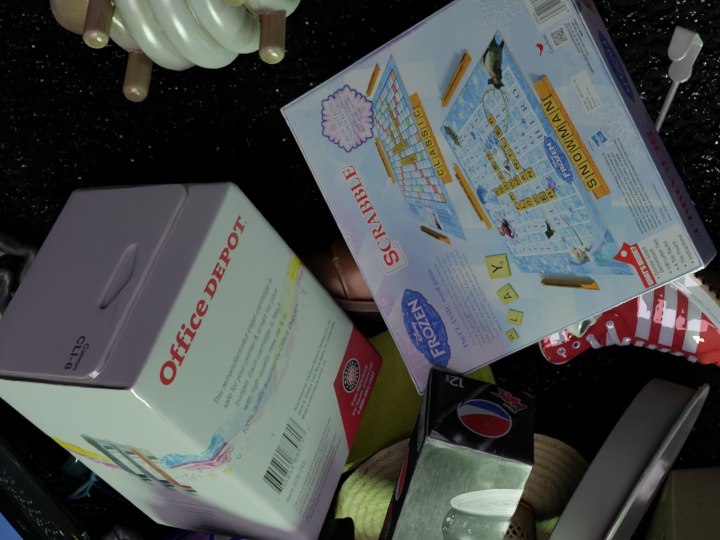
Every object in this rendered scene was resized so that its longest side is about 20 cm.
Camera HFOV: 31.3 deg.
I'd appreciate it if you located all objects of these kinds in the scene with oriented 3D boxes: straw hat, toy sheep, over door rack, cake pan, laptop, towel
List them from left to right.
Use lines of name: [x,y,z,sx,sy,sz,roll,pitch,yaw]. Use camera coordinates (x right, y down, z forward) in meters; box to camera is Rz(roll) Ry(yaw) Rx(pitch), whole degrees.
laptop: [-0.278,0.195,0.926,0.177,0.103,0.201,42,152,19]
toy sheep: [-0.093,-0.180,0.753,0.198,0.138,0.139,-9,117,15]
towel: [-0.001,0.095,0.927,0.198,0.018,0.087,-23,75,15]
straw hat: [0.083,0.203,0.932,0.199,0.086,0.202,-5,136,-4]
over door rack: [0.114,-0.079,0.803,0.147,0.066,0.202,25,111,19]
cake pan: [0.176,0.157,0.887,0.037,0.200,0.202,31,118,19]

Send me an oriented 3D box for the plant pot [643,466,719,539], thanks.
plant pot: [0.288,0.256,0.929,0.175,0.200,0.202,15,118,6]

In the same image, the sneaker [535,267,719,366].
sneaker: [0.192,0.038,0.881,0.199,0.071,0.113,39,110,-7]

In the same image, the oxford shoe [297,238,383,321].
oxford shoe: [0.000,0.000,0.889,0.198,0.071,0.072,7,86,5]

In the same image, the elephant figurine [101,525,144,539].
elephant figurine: [-0.119,0.304,0.912,0.153,0.142,0.202,4,121,8]

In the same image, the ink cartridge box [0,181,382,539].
ink cartridge box: [-0.108,0.060,0.813,0.143,0.146,0.200,1,145,35]

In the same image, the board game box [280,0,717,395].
board game box: [0.077,-0.055,0.766,0.198,0.041,0.202,-26,89,29]

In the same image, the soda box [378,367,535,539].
soda box: [0.052,0.162,0.811,0.070,0.064,0.201,14,127,-1]

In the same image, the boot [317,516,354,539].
boot: [-0.066,0.202,0.863,0.129,0.200,0.069,2,82,-5]

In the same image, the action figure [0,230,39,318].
action figure: [-0.210,0.030,0.880,0.200,0.119,0.102,45,118,-12]

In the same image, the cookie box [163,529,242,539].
cookie box: [-0.081,0.290,1.026,0.170,0.075,0.200,-34,111,17]

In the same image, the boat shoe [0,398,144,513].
boat shoe: [-0.215,0.130,0.955,0.199,0.069,0.084,34,114,-13]
